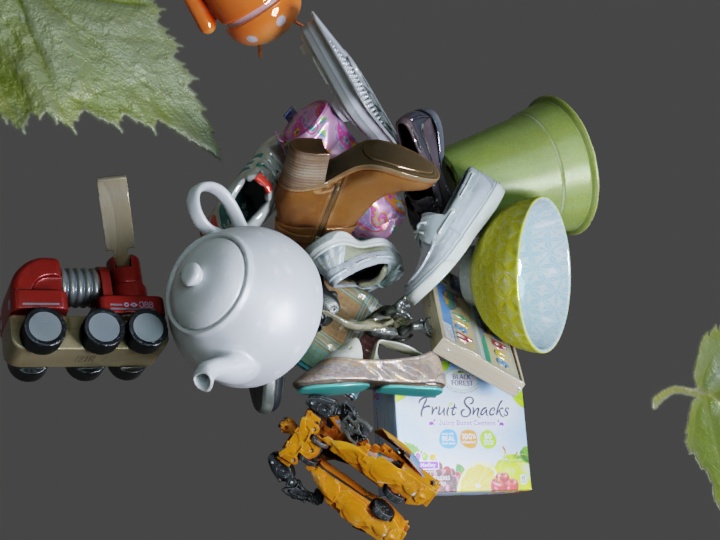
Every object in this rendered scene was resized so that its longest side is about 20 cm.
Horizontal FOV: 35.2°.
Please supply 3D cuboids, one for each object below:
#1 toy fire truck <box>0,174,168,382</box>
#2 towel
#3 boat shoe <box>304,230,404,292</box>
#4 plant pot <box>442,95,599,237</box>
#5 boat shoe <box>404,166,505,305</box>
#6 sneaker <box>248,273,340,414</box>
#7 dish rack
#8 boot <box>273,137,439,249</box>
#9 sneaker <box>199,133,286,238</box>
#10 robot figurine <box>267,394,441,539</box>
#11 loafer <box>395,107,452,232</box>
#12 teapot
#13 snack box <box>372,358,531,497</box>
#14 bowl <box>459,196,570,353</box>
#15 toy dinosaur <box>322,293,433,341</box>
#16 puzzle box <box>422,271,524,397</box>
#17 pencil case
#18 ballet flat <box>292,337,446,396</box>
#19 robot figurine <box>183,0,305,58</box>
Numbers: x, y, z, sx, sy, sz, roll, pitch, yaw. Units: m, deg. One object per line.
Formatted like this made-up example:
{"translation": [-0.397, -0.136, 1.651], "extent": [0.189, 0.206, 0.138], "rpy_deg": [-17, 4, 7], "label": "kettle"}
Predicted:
{"translation": [-0.311, 0.007, 1.277], "extent": [0.175, 0.129, 0.202], "rpy_deg": [2, 60, -28], "label": "toy fire truck"}
{"translation": [-0.059, 0.056, 1.450], "extent": [0.199, 0.022, 0.147], "rpy_deg": [34, 60, -15], "label": "towel"}
{"translation": [0.001, -0.001, 1.431], "extent": [0.065, 0.074, 0.202], "rpy_deg": [62, 18, 19], "label": "boat shoe"}
{"translation": [0.196, -0.126, 1.575], "extent": [0.188, 0.200, 0.202], "rpy_deg": [-15, 80, -21], "label": "plant pot"}
{"translation": [0.104, -0.048, 1.447], "extent": [0.071, 0.070, 0.201], "rpy_deg": [38, 71, -1], "label": "boat shoe"}
{"translation": [-0.079, 0.078, 1.375], "extent": [0.113, 0.076, 0.201], "rpy_deg": [12, 63, -20], "label": "sneaker"}
{"translation": [-0.015, -0.235, 1.494], "extent": [0.043, 0.200, 0.173], "rpy_deg": [-31, 69, 9], "label": "dish rack"}
{"translation": [-0.010, -0.079, 1.411], "extent": [0.198, 0.156, 0.077], "rpy_deg": [1, 34, -17], "label": "boot"}
{"translation": [-0.121, -0.106, 1.429], "extent": [0.070, 0.093, 0.200], "rpy_deg": [42, 58, -10], "label": "sneaker"}
{"translation": [-0.012, 0.235, 1.354], "extent": [0.199, 0.146, 0.058], "rpy_deg": [36, 18, 4], "label": "robot figurine"}
{"translation": [0.079, -0.111, 1.502], "extent": [0.063, 0.071, 0.202], "rpy_deg": [-19, 104, -48], "label": "loafer"}
{"translation": [-0.148, 0.024, 1.272], "extent": [0.146, 0.199, 0.198], "rpy_deg": [36, 85, -48], "label": "teapot"}
{"translation": [0.117, 0.204, 1.468], "extent": [0.198, 0.068, 0.170], "rpy_deg": [6, 73, -29], "label": "snack box"}
{"translation": [0.193, 0.006, 1.485], "extent": [0.200, 0.107, 0.202], "rpy_deg": [2, 88, -60], "label": "bowl"}
{"translation": [0.034, 0.063, 1.401], "extent": [0.200, 0.087, 0.048], "rpy_deg": [18, 64, -60], "label": "toy dinosaur"}
{"translation": [0.143, 0.073, 1.489], "extent": [0.132, 0.025, 0.201], "rpy_deg": [30, 24, -18], "label": "puzzle box"}
{"translation": [-0.023, -0.126, 1.471], "extent": [0.200, 0.087, 0.088], "rpy_deg": [50, 55, -25], "label": "pencil case"}
{"translation": [0.009, 0.117, 1.376], "extent": [0.198, 0.068, 0.068], "rpy_deg": [4, 70, -25], "label": "ballet flat"}
{"translation": [-0.152, -0.381, 1.482], "extent": [0.144, 0.116, 0.201], "rpy_deg": [-45, 115, -26], "label": "robot figurine"}
